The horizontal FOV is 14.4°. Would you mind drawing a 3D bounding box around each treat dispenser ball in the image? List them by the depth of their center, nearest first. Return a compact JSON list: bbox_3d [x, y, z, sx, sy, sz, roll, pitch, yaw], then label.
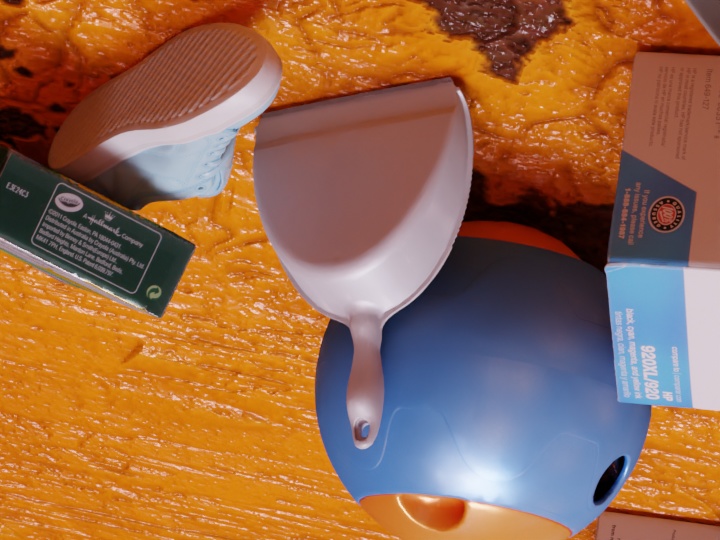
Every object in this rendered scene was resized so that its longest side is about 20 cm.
[{"bbox_3d":[0.072,0.072,1.692,0.200,0.202,0.201,8,146,5],"label":"treat dispenser ball"}]

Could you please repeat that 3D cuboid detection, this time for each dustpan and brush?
[{"bbox_3d":[0.000,0.000,1.618,0.139,0.201,0.057,-9,149,27],"label":"dustpan and brush"}]

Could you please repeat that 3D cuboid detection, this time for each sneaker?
[{"bbox_3d":[-0.094,-0.083,1.642,0.082,0.074,0.200,32,152,-29],"label":"sneaker"}]

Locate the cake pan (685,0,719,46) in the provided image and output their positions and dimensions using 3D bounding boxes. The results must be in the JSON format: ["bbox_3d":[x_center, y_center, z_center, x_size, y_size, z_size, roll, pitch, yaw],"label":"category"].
[{"bbox_3d":[0.164,-0.168,1.353,0.037,0.201,0.200,-34,136,0],"label":"cake pan"}]

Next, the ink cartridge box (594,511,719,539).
[{"bbox_3d":[0.257,0.249,1.997,0.199,0.083,0.147,8,145,8],"label":"ink cartridge box"}]

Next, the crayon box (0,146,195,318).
[{"bbox_3d":[-0.190,-0.030,1.704,0.125,0.052,0.200,28,175,-22],"label":"crayon box"}]

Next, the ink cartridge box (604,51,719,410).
[{"bbox_3d":[0.244,-0.016,1.563,0.199,0.148,0.145,4,145,12],"label":"ink cartridge box"}]
